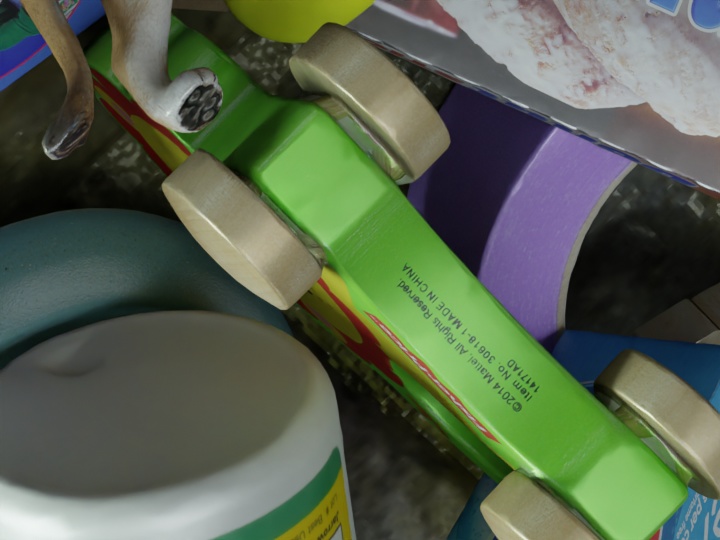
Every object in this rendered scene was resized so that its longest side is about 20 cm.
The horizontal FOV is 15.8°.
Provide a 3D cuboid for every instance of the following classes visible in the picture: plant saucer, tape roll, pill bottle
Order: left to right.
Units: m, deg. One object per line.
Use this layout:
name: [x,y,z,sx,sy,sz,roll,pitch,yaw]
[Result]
plant saucer: [-0.092,0.079,0.815,0.200,0.027,0.200,-16,119,-32]
pill bottle: [-0.051,0.123,0.774,0.113,0.113,0.200,-16,120,-15]
tape roll: [0.118,-0.012,0.900,0.200,0.066,0.200,-10,120,-18]

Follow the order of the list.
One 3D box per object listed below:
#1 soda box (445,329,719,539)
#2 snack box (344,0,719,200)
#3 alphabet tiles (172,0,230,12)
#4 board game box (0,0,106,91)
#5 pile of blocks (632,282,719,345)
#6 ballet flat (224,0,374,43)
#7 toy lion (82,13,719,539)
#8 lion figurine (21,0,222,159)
soda box: [0.061,0.109,0.792,0.200,0.064,0.068,-57,141,-41]
snack box: [0.074,-0.078,0.802,0.200,0.024,0.072,23,89,-7]
alphabet tiles: [-0.035,-0.172,0.778,0.167,0.008,0.200,2,117,-25]
board game box: [-0.149,-0.119,0.697,0.134,0.045,0.200,-36,141,4]
pile of blocks: [0.188,0.053,0.889,0.200,0.062,0.082,5,115,-25]
ballet flat: [0.012,-0.149,0.721,0.067,0.067,0.200,22,107,-15]
toy lion: [0.000,0.000,0.756,0.069,0.192,0.200,-46,104,-7]
lion figurine: [-0.048,-0.133,0.663,0.200,0.122,0.072,-50,146,-2]
